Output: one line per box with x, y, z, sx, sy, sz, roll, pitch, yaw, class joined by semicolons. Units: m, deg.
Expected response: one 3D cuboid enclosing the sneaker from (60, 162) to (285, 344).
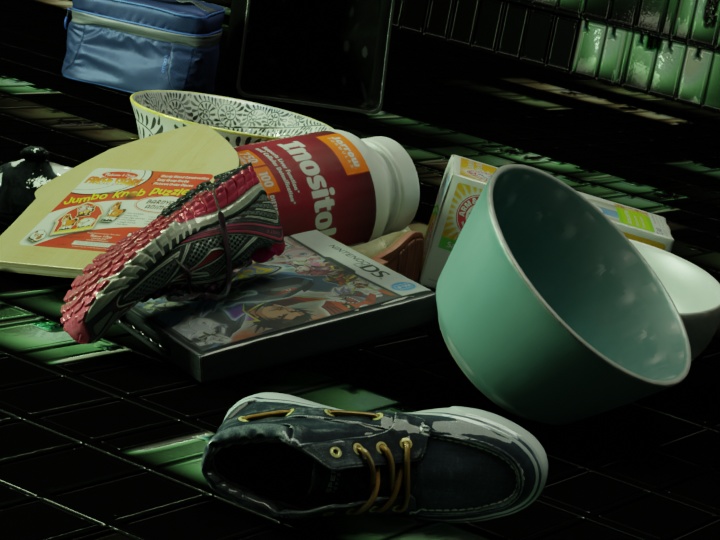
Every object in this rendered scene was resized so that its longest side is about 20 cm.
-0.130;-0.004;1.611;0.200;0.075;0.081;-37;11;-35;sneaker

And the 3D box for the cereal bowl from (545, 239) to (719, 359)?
0.185;0.034;1.793;0.200;0.083;0.200;10;17;-3;cereal bowl

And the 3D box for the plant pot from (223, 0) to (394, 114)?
-0.085;-0.315;2.943;0.200;0.200;0.177;6;2;-22;plant pot

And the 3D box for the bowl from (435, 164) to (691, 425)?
0.132;0.033;1.616;0.201;0.105;0.201;34;29;-22;bowl

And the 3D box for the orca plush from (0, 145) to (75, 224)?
-0.242;-0.037;1.869;0.200;0.071;0.105;21;-30;21;orca plush

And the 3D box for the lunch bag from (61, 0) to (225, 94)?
-0.272;-0.292;2.771;0.200;0.133;0.136;14;12;10;lunch bag

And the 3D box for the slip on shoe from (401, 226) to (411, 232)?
-0.043;-0.039;1.989;0.200;0.074;0.061;17;-24;1;slip on shoe

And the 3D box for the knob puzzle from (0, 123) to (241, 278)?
-0.174;-0.049;1.762;0.219;0.030;0.220;-15;31;9;knob puzzle

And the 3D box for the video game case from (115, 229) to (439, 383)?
-0.072;0.022;1.663;0.200;0.026;0.181;-14;23;-28;video game case

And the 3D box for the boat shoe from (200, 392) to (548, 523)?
0.007;0.120;1.318;0.200;0.071;0.091;6;13;9;boat shoe

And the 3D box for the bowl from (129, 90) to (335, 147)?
-0.127;-0.104;2.136;0.200;0.094;0.201;10;13;-2;bowl

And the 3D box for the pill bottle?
-0.051;-0.057;1.875;0.200;0.113;0.113;-15;26;-41;pill bottle

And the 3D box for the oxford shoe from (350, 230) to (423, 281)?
0.000;0.000;1.838;0.074;0.071;0.200;11;11;17;oxford shoe

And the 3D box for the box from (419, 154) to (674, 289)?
0.158;-0.018;1.940;0.200;0.102;0.113;17;12;0;box
